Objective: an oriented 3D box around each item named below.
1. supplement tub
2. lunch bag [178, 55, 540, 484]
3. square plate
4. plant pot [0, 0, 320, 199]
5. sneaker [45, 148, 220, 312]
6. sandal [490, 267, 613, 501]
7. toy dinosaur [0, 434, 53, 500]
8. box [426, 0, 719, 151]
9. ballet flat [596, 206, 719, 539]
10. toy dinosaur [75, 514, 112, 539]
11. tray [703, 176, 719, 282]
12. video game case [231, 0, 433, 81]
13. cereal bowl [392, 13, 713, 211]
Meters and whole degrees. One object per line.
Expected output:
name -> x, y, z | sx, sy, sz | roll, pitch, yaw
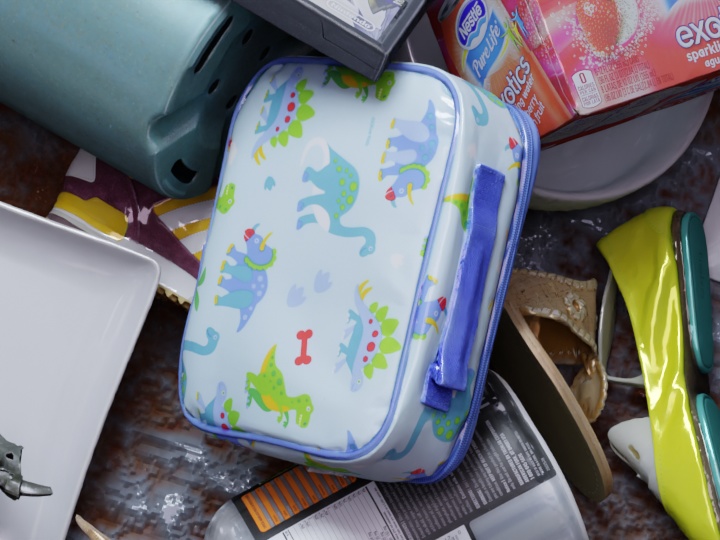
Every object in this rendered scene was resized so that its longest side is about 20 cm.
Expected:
supplement tub -> 0.007, 0.146, 1.343 | 0.199, 0.123, 0.123 | -28, 78, -5
lunch bag -> 0.000, 0.000, 1.287 | 0.160, 0.082, 0.202 | 7, 82, 43
square plate -> -0.225, 0.051, 1.389 | 0.199, 0.028, 0.199 | 21, 97, 5
plant pot -> -0.130, -0.149, 1.356 | 0.195, 0.200, 0.201 | 34, 79, 18
sneaker -> -0.067, -0.015, 1.405 | 0.199, 0.075, 0.091 | 27, 84, 5
sandal -> 0.092, 0.015, 1.397 | 0.069, 0.078, 0.212 | -35, 83, -18
toy dinosaur -> -0.230, 0.140, 1.310 | 0.200, 0.135, 0.103 | 37, 121, 44
box -> 0.147, -0.133, 1.337 | 0.199, 0.100, 0.096 | -19, 87, -29
ballet flat -> 0.161, 0.066, 1.399 | 0.067, 0.067, 0.202 | -12, 73, 19
toy dinosaur -> -0.069, 0.212, 1.255 | 0.105, 0.060, 0.202 | -8, 101, -4
tray -> 0.289, -0.018, 1.433 | 0.199, 0.022, 0.108 | 20, 77, 4
video game case -> -0.039, -0.199, 1.299 | 0.199, 0.026, 0.181 | 30, 46, 4
cereal bowl -> 0.089, -0.125, 1.409 | 0.199, 0.083, 0.202 | 7, 74, -26
